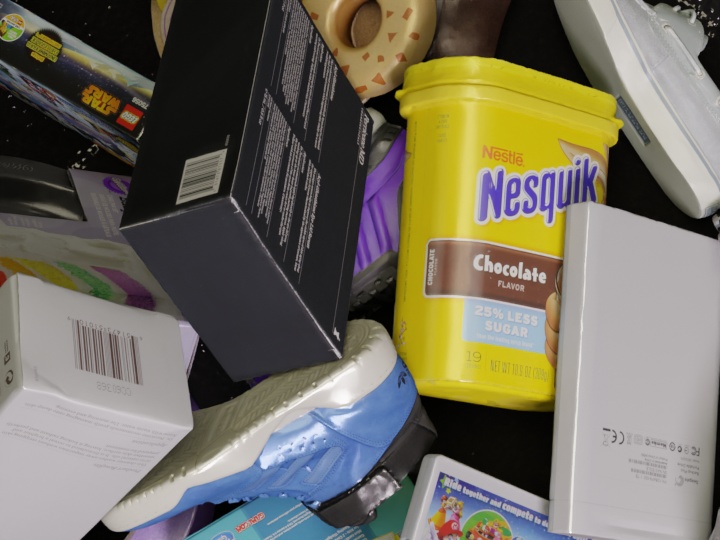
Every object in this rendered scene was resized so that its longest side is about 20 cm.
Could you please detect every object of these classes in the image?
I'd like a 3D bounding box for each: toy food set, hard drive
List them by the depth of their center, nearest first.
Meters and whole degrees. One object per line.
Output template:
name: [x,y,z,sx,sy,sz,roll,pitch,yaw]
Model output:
hard drive: [0.173,0.069,1.191,0.027,0.132,0.201,-8,73,49]
toy food set: [-0.056,-0.180,1.271,0.198,0.049,0.200,-30,78,18]

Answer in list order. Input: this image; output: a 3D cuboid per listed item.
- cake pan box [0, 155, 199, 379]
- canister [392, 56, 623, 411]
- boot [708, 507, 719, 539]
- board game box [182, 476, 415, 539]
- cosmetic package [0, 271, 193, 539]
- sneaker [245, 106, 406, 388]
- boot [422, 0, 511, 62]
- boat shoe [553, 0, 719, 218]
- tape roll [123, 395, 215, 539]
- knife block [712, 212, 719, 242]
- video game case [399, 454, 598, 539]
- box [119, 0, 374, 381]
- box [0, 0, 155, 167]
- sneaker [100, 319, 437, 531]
cake pan box: [-0.207,-0.006,1.180,0.184,0.200,0.052,9,117,-23]
canister: [0.090,-0.018,1.205,0.148,0.086,0.201,11,78,-38]
boot: [0.263,0.127,1.165,0.073,0.096,0.200,22,72,-1]
board game box: [0.001,0.218,1.177,0.151,0.047,0.200,-28,76,-28]
cosmetic package: [-0.195,0.099,1.093,0.200,0.113,0.081,-42,45,35]
sneaker: [0.000,0.000,1.241,0.099,0.070,0.200,27,82,8]
boot: [0.099,-0.212,1.290,0.199,0.072,0.167,7,91,5]
boat shoe: [0.194,-0.133,1.250,0.071,0.070,0.201,-31,91,-11]
tape roll: [-0.195,0.135,1.234,0.200,0.066,0.201,-1,79,5]
knife block: [0.331,-0.028,1.214,0.175,0.064,0.200,31,67,24]
video game case: [0.069,0.226,1.132,0.143,0.018,0.200,25,74,-28]
box: [-0.061,-0.058,1.132,0.079,0.141,0.200,-15,43,23]
box: [-0.184,-0.118,1.231,0.200,0.137,0.040,30,84,22]
sneaker: [-0.049,0.123,1.137,0.200,0.077,0.111,-32,116,-3]
